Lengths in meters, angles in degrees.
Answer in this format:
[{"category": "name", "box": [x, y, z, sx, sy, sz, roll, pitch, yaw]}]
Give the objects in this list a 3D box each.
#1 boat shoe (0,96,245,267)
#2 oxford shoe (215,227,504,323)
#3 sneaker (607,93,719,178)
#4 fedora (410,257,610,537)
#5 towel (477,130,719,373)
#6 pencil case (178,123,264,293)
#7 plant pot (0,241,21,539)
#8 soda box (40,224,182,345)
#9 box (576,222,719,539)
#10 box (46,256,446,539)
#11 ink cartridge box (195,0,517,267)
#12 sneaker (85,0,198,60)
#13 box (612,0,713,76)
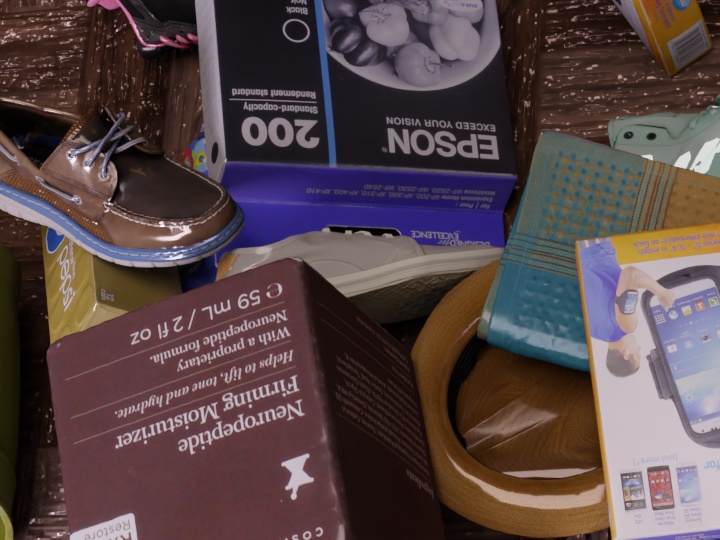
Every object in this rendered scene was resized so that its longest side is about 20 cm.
[{"category": "boat shoe", "box": [-0.161, -0.058, 1.432, 0.199, 0.073, 0.072, 14, 46, 30]}, {"category": "oxford shoe", "box": [0.000, 0.000, 1.436, 0.199, 0.075, 0.058, -8, 64, -21]}, {"category": "sneaker", "box": [0.219, -0.103, 1.456, 0.118, 0.074, 0.201, 22, 79, 19]}, {"category": "fedora", "box": [0.125, 0.081, 1.409, 0.200, 0.082, 0.201, -5, 62, 9]}, {"category": "towel", "box": [0.182, 0.004, 1.379, 0.199, 0.022, 0.147, 15, 66, 11]}, {"category": "pencil case", "box": [-0.081, 0.003, 1.495, 0.087, 0.078, 0.201, -35, 42, 41]}, {"category": "plant pot", "box": [-0.303, 0.068, 1.514, 0.200, 0.201, 0.193, -3, 55, 18]}, {"category": "soda box", "box": [-0.161, -0.007, 1.499, 0.068, 0.064, 0.200, -59, 27, 28]}, {"category": "box", "box": [0.191, 0.074, 1.305, 0.119, 0.041, 0.201, -7, 68, 4]}, {"category": "box", "box": [-0.057, 0.129, 1.308, 0.165, 0.164, 0.201, -20, 62, 16]}, {"category": "ink cartridge box", "box": [-0.001, -0.095, 1.498, 0.197, 0.043, 0.201, 2, 65, -16]}, {"category": "sneaker", "box": [-0.114, -0.182, 1.621, 0.200, 0.079, 0.096, 31, 102, 28]}, {"category": "box", "box": [0.152, -0.231, 1.512, 0.041, 0.119, 0.200, -32, 62, 4]}]
